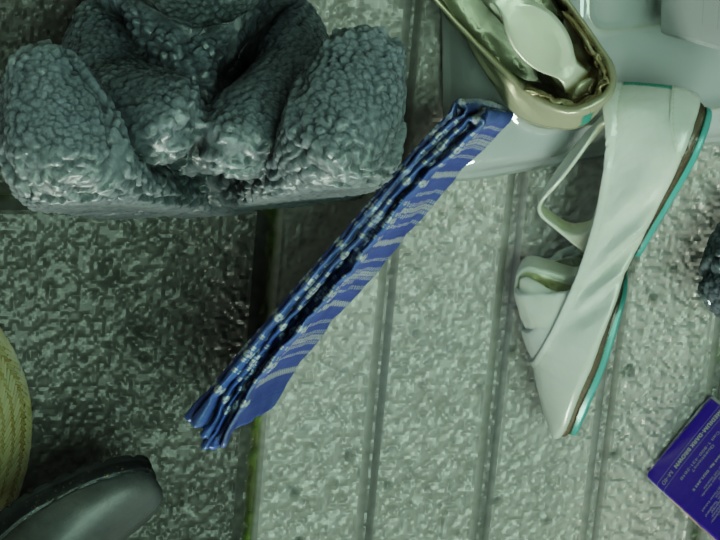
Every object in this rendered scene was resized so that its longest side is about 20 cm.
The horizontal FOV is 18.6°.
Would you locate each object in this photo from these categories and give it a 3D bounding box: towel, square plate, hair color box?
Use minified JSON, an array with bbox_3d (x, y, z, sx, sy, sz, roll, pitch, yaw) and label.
[{"bbox_3d":[0.000,0.000,1.042,0.024,0.145,0.200,42,99,5],"label":"towel"},{"bbox_3d":[0.135,-0.150,1.110,0.197,0.028,0.201,-9,109,-17],"label":"square plate"},{"bbox_3d":[0.242,0.151,1.146,0.109,0.200,0.065,38,91,-25],"label":"hair color box"}]

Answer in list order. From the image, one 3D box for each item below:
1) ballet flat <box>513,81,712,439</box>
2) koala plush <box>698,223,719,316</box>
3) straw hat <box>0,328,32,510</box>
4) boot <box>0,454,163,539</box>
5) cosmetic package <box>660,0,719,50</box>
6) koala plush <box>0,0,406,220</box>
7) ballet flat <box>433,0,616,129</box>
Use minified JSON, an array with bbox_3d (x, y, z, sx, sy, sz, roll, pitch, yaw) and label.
[{"bbox_3d":[0.115,-0.010,1.126,0.069,0.070,0.201,10,117,-22],"label":"ballet flat"},{"bbox_3d":[0.310,-0.006,1.107,0.177,0.200,0.185,27,95,-30],"label":"koala plush"},{"bbox_3d":[-0.237,0.099,1.026,0.200,0.085,0.203,-6,108,-17],"label":"straw hat"},{"bbox_3d":[-0.150,0.188,1.027,0.200,0.132,0.070,-37,156,-7],"label":"boot"},{"bbox_3d":[0.283,-0.158,1.044,0.198,0.200,0.124,-8,109,-30],"label":"cosmetic package"},{"bbox_3d":[-0.075,-0.128,0.991,0.176,0.184,0.202,-4,88,-4],"label":"koala plush"},{"bbox_3d":[0.053,-0.149,1.039,0.069,0.069,0.200,-42,102,-3],"label":"ballet flat"}]
